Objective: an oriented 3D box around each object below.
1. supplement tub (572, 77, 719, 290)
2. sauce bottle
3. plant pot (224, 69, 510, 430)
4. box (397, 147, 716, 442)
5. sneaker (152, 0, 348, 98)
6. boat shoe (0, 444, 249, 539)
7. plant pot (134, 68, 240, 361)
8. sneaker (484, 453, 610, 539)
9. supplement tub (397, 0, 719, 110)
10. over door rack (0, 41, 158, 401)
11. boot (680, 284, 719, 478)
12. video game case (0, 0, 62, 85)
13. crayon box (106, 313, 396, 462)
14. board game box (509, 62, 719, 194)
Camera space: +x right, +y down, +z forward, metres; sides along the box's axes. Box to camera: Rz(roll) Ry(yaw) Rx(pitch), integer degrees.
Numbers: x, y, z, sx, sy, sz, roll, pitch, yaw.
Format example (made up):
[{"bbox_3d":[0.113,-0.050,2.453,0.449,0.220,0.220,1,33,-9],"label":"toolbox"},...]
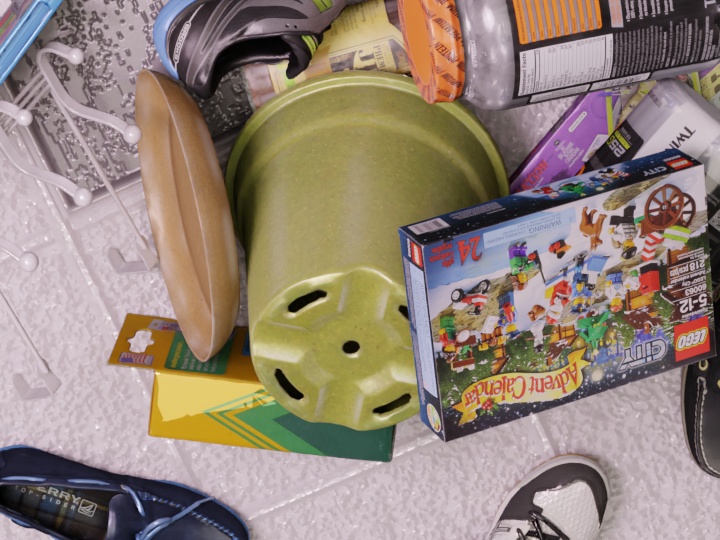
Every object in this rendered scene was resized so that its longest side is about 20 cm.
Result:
[{"bbox_3d":[0.186,-0.020,1.722,0.122,0.123,0.200,39,101,-9],"label":"supplement tub"},{"bbox_3d":[0.016,-0.156,1.746,0.200,0.065,0.065,-16,104,6],"label":"sauce bottle"},{"bbox_3d":[0.000,0.000,1.695,0.200,0.184,0.201,2,126,2],"label":"plant pot"},{"bbox_3d":[0.127,0.014,1.611,0.200,0.038,0.137,-17,115,-19],"label":"box"},{"bbox_3d":[-0.038,-0.174,1.702,0.199,0.071,0.083,-27,70,-6],"label":"sneaker"},{"bbox_3d":[-0.180,0.188,1.839,0.199,0.069,0.084,12,105,-2],"label":"boat shoe"},{"bbox_3d":[-0.115,-0.039,1.718,0.027,0.200,0.201,-11,105,-13],"label":"plant pot"},{"bbox_3d":[0.111,0.221,1.834,0.076,0.088,0.200,38,101,-7],"label":"sneaker"},{"bbox_3d":[0.131,-0.174,1.662,0.199,0.123,0.123,-11,105,-10],"label":"supplement tub"},{"bbox_3d":[-0.198,-0.031,1.707,0.066,0.148,0.200,8,134,30],"label":"over door rack"},{"bbox_3d":[0.271,0.066,1.754,0.073,0.154,0.204,11,105,-2],"label":"boot"},{"bbox_3d":[-0.234,-0.157,1.710,0.018,0.143,0.200,36,103,-13],"label":"video game case"},{"bbox_3d":[-0.073,0.081,1.780,0.199,0.126,0.052,7,106,0],"label":"crayon box"},{"bbox_3d":[0.189,-0.073,1.784,0.120,0.032,0.200,38,102,-12],"label":"board game box"}]
